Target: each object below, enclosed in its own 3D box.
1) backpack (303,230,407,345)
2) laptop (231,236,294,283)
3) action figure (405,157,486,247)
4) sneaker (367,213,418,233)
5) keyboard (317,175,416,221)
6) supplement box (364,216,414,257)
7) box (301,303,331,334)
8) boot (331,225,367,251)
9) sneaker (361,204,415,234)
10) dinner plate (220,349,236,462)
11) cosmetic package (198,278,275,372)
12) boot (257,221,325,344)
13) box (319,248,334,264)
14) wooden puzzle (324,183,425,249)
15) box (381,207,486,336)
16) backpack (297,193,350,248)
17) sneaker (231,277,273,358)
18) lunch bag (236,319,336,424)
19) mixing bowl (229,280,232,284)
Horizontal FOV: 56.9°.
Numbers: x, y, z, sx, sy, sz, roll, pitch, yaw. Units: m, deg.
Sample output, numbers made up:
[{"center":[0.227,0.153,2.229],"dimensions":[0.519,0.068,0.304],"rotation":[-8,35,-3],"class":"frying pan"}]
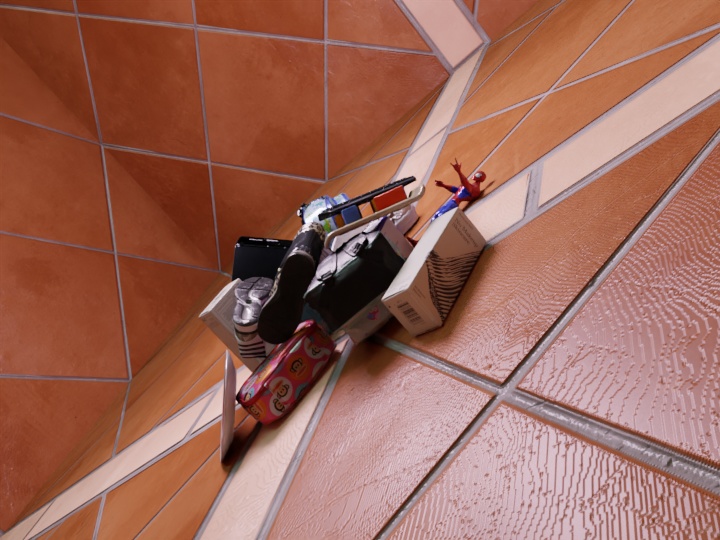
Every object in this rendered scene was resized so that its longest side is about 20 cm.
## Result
[{"center":[0.002,0.021,1.137],"dimensions":[0.175,0.154,0.200],"rotation":[-42,12,4],"class":"backpack"},{"center":[-0.206,-0.010,1.549],"dimensions":[0.200,0.172,0.106],"rotation":[-120,36,-78],"class":"laptop"},{"center":[0.159,-0.141,1.304],"dimensions":[0.199,0.099,0.065],"rotation":[-41,14,-1],"class":"action figure"},{"center":[0.045,-0.081,1.493],"dimensions":[0.201,0.079,0.078],"rotation":[-51,16,-22],"class":"sneaker"},{"center":[0.007,-0.138,1.272],"dimensions":[0.197,0.021,0.127],"rotation":[-23,3,-22],"class":"keyboard"},{"center":[0.000,0.000,1.323],"dimensions":[0.198,0.104,0.102],"rotation":[-32,17,35],"class":"supplement box"},{"center":[-0.124,0.105,1.414],"dimensions":[0.049,0.083,0.199],"rotation":[-47,14,-19],"class":"box"},{"center":[-0.044,-0.025,1.486],"dimensions":[0.090,0.071,0.204],"rotation":[-154,87,-79],"class":"boot"},{"center":[0.055,-0.066,1.381],"dimensions":[0.199,0.084,0.074],"rotation":[-36,34,33],"class":"sneaker"},{"center":[-0.246,0.251,1.237],"dimensions":[0.200,0.024,0.206],"rotation":[-175,90,-77],"class":"dinner plate"},{"center":[-0.234,0.129,1.412],"dimensions":[0.073,0.201,0.104],"rotation":[-21,23,53],"class":"cosmetic package"},{"center":[-0.121,0.021,1.219],"dimensions":[0.155,0.072,0.206],"rotation":[-75,9,-59],"class":"boot"},{"center":[-0.129,0.021,1.375],"dimensions":[0.144,0.036,0.199],"rotation":[-53,11,-15],"class":"box"},{"center":[0.015,-0.105,1.192],"dimensions":[0.197,0.047,0.185],"rotation":[-28,4,-1],"class":"wooden puzzle"},{"center":[0.117,-0.001,1.027],"dimensions":[0.068,0.082,0.201],"rotation":[-28,22,49],"class":"box"},{"center":[-0.059,-0.094,1.609],"dimensions":[0.145,0.186,0.200],"rotation":[-28,12,4],"class":"backpack"},{"center":[-0.212,0.100,1.305],"dimensions":[0.074,0.118,0.202],"rotation":[4,27,1],"class":"sneaker"},{"center":[-0.141,0.187,1.235],"dimensions":[0.201,0.082,0.176],"rotation":[-49,10,-18],"class":"lunch bag"},{"center":[-0.217,0.077,1.624],"dimensions":[0.199,0.199,0.109],"rotation":[-40,53,13],"class":"mixing bowl"}]
